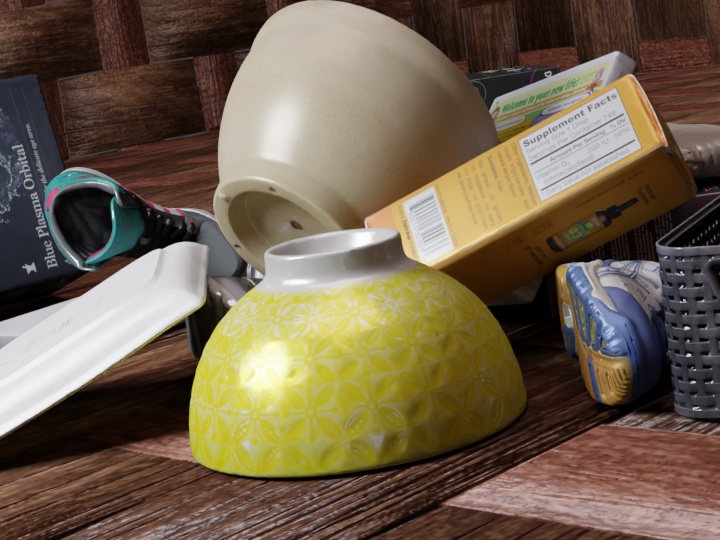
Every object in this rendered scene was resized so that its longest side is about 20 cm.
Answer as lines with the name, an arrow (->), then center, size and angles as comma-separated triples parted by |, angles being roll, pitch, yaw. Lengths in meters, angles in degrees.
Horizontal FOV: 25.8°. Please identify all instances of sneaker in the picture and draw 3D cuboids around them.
sneaker -> 0.165, 0.024, 0.914 | 0.087, 0.076, 0.200 | -8, 10, 4
sneaker -> -0.075, 0.030, 1.089 | 0.081, 0.075, 0.200 | -12, 10, -12
sneaker -> -0.197, -0.033, 1.403 | 0.198, 0.084, 0.121 | 21, 12, 0

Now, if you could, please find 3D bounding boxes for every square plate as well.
square plate -> -0.186, 0.046, 1.013 | 0.197, 0.029, 0.200 | -32, 11, 2

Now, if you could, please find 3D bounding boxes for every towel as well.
towel -> 0.204, -0.083, 1.172 | 0.131, 0.035, 0.200 | -13, 11, -19

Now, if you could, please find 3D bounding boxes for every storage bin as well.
storage bin -> 0.254, 0.009, 0.864 | 0.134, 0.095, 0.200 | -3, 12, 28

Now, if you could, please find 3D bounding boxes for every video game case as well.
video game case -> 0.109, -0.057, 1.123 | 0.022, 0.183, 0.200 | 28, -12, -16

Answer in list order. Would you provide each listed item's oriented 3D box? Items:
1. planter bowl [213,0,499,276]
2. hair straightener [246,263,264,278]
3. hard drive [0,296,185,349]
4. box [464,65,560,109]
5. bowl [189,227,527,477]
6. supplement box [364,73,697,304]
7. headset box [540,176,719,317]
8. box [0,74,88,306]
planter bowl -> -0.020, -0.066, 1.094 | 0.199, 0.201, 0.135 | 0, 47, 42
hair straightener -> 0.000, 0.000, 1.276 | 0.198, 0.041, 0.077 | 2, -16, 17
hard drive -> -0.215, 0.041, 1.303 | 0.131, 0.027, 0.199 | -1, 11, 36
box -> 0.104, -0.121, 1.586 | 0.198, 0.150, 0.124 | -9, 8, -5
bowl -> -0.009, 0.036, 0.900 | 0.198, 0.109, 0.200 | -9, 9, 1
supplement box -> 0.106, -0.040, 0.990 | 0.199, 0.069, 0.067 | -26, -36, 17
headset box -> 0.207, -0.026, 1.156 | 0.198, 0.078, 0.149 | -9, 9, 3
box -> -0.380, -0.060, 1.468 | 0.199, 0.198, 0.117 | -16, -3, -36
